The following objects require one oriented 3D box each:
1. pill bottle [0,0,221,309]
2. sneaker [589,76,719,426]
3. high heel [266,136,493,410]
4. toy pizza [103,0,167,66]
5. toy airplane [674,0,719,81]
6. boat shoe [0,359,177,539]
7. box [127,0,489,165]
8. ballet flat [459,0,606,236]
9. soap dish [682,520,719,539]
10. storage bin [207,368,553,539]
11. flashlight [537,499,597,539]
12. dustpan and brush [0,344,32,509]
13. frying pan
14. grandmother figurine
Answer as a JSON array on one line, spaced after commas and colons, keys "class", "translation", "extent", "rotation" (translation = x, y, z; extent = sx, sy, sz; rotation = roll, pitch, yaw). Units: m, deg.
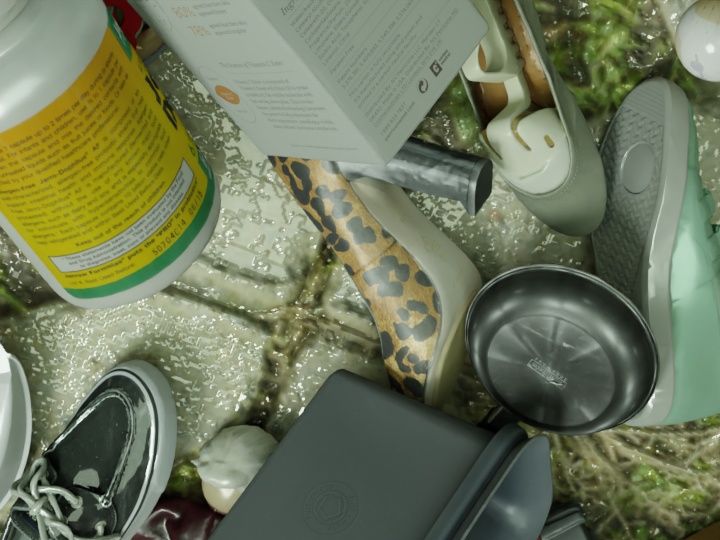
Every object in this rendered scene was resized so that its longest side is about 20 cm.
[{"class": "pill bottle", "translation": [-0.162, -0.082, 0.713], "extent": [0.112, 0.113, 0.201], "rotation": [-28, 132, 4]}, {"class": "sneaker", "translation": [0.203, -0.012, 0.826], "extent": [0.117, 0.074, 0.203], "rotation": [-1, 92, -27]}, {"class": "high heel", "translation": [0.000, 0.000, 0.827], "extent": [0.141, 0.071, 0.202], "rotation": [19, 123, 20]}, {"class": "toy pizza", "translation": [-0.174, -0.178, 0.733], "extent": [0.198, 0.032, 0.202], "rotation": [-8, 123, -13]}, {"class": "toy airplane", "translation": [0.227, -0.149, 0.716], "extent": [0.200, 0.199, 0.141], "rotation": [43, 88, -15]}, {"class": "boat shoe", "translation": [-0.178, 0.144, 0.823], "extent": [0.073, 0.068, 0.200], "rotation": [39, 107, 21]}, {"class": "box", "translation": [-0.051, -0.157, 0.688], "extent": [0.200, 0.124, 0.098], "rotation": [48, 70, -30]}, {"class": "ballet flat", "translation": [0.081, -0.103, 0.783], "extent": [0.067, 0.064, 0.202], "rotation": [-12, 106, 36]}, {"class": "soap dish", "translation": [0.199, 0.262, 0.884], "extent": [0.199, 0.081, 0.158], "rotation": [-29, 105, 3]}, {"class": "storage bin", "translation": [0.003, 0.163, 0.787], "extent": [0.134, 0.146, 0.200], "rotation": [27, 65, 25]}, {"class": "flashlight", "translation": [0.061, 0.215, 0.874], "extent": [0.199, 0.068, 0.068], "rotation": [-27, 90, 7]}, {"class": "dustpan and brush", "translation": [-0.259, 0.138, 0.839], "extent": [0.138, 0.057, 0.202], "rotation": [-1, 99, 8]}, {"class": "frying pan", "translation": [0.084, 0.063, 0.802], "extent": [0.189, 0.031, 0.115], "rotation": [-27, 106, 37]}, {"class": "grandmother figurine", "translation": [-0.105, 0.187, 0.856], "extent": [0.120, 0.061, 0.202], "rotation": [24, 99, -3]}]
